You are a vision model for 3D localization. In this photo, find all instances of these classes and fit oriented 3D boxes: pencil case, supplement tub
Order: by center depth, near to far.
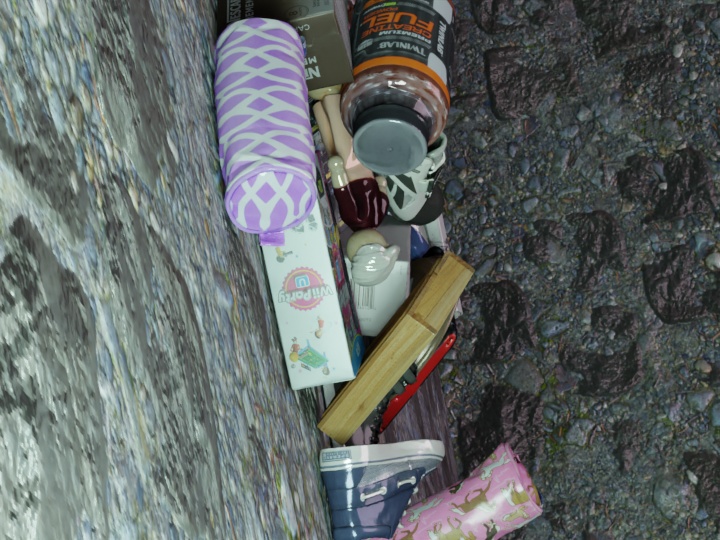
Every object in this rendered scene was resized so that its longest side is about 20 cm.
[{"bbox_3d":[-0.082,-0.123,1.354,0.086,0.083,0.201,106,-16,-47],"label":"pencil case"},{"bbox_3d":[0.036,-0.185,1.537,0.107,0.106,0.201,72,17,-45],"label":"supplement tub"},{"bbox_3d":[0.084,0.255,1.613,0.083,0.199,0.087,60,5,28],"label":"pencil case"}]

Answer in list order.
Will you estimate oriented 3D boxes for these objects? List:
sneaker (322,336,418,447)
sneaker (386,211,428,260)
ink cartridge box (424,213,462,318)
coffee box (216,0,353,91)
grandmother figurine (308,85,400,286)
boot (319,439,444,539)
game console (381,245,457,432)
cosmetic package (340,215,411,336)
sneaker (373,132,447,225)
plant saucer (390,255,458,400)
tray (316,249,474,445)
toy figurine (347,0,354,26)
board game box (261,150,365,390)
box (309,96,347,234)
[{"bbox_3d":[0.017,0.141,1.670,0.071,0.098,0.202,60,20,-79],"label":"sneaker"},{"bbox_3d":[0.055,-0.115,1.847,0.075,0.087,0.202,51,22,-83],"label":"sneaker"},{"bbox_3d":[0.035,-0.027,1.993,0.084,0.144,0.202,38,40,-81],"label":"ink cartridge box"},{"bbox_3d":[-0.073,-0.252,1.532,0.201,0.113,0.080,-94,170,-51],"label":"coffee box"},{"bbox_3d":[-0.004,-0.083,1.576,0.121,0.060,0.202,5,71,-55],"label":"grandmother figurine"},{"bbox_3d":[0.024,0.214,1.575,0.199,0.072,0.091,4,78,-58],"label":"boot"},{"bbox_3d":[0.043,0.081,1.830,0.031,0.177,0.201,28,25,-18],"label":"game console"},{"bbox_3d":[0.000,0.000,1.696,0.200,0.106,0.086,-77,170,-76],"label":"cosmetic package"},{"bbox_3d":[0.058,-0.110,1.691,0.200,0.088,0.075,46,45,-51],"label":"sneaker"},{"bbox_3d":[0.039,0.064,1.795,0.029,0.200,0.201,35,23,-19],"label":"plant saucer"},{"bbox_3d":[0.031,0.074,1.515,0.099,0.037,0.200,-55,180,-44],"label":"tray"},{"bbox_3d":[-0.029,-0.309,1.853,0.201,0.149,0.185,-87,161,-61],"label":"toy figurine"},{"bbox_3d":[-0.049,-0.004,1.497,0.148,0.064,0.202,-64,143,-82],"label":"board game box"},{"bbox_3d":[-0.025,-0.144,1.683,0.200,0.049,0.162,-47,122,-53],"label":"box"}]
